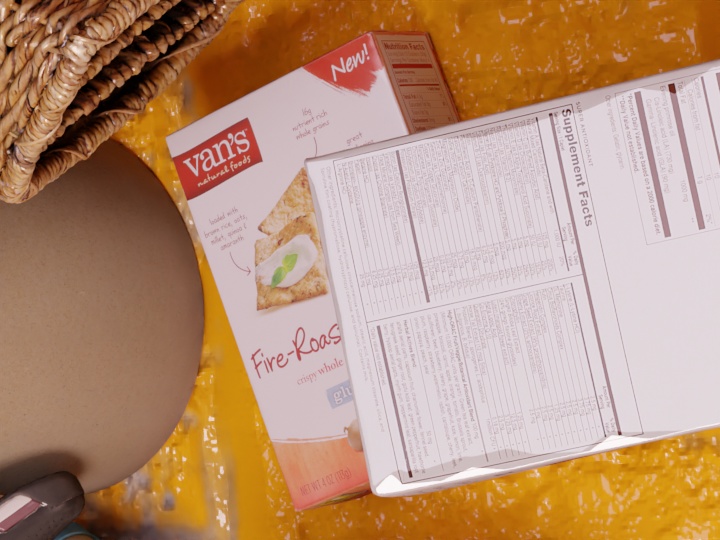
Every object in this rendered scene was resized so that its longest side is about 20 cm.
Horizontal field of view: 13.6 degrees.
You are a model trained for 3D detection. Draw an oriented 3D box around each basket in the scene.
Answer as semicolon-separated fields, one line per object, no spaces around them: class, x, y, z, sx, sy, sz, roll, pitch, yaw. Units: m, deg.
basket;-0.120;-0.117;1.442;0.149;0.200;0.143;19;133;28

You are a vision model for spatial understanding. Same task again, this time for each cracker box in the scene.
cracker box;0.000;0.000;1.459;0.134;0.058;0.200;-25;79;31

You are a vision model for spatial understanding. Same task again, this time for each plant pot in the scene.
plant pot;-0.199;0.025;1.545;0.200;0.134;0.201;3;96;32

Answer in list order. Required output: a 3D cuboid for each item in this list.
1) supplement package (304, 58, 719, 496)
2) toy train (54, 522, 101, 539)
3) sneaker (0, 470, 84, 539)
supplement package;0.107;0.002;1.283;0.199;0.191;0.148;-13;87;15
toy train;-0.142;0.238;1.565;0.116;0.085;0.200;34;118;42
sneaker;-0.192;0.200;1.517;0.200;0.076;0.116;-41;83;8
